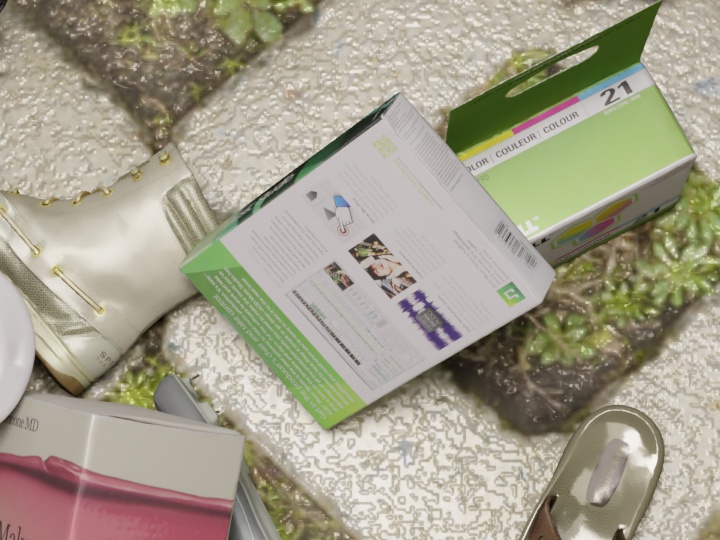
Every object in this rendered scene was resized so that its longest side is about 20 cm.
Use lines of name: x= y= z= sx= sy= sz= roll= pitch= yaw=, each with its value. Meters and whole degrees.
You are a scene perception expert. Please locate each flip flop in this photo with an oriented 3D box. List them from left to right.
flip flop: x=0.138 y=0.174 z=1.101 sx=0.080 sy=0.058 sz=0.201 roll=25 pitch=74 yaw=3

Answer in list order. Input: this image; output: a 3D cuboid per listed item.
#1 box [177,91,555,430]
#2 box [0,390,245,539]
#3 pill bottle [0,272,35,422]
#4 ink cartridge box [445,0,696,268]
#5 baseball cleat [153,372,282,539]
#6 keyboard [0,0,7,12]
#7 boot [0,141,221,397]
box: x=0.000 y=0.000 z=1.074 sx=0.145 sy=0.199 sz=0.036 roll=49 pitch=38 yaw=-11
box: x=-0.158 y=0.179 z=1.037 sx=0.108 sy=0.127 sz=0.202 roll=12 pitch=86 yaw=-37
pill bottle: x=-0.278 y=0.035 z=1.074 sx=0.110 sy=0.199 sz=0.113 roll=-4 pitch=99 yaw=-29
ink cartridge box: x=0.127 y=-0.068 z=1.090 sx=0.147 sy=0.200 sz=0.076 roll=-27 pitch=77 yaw=-5
baseball cleat: x=-0.099 y=0.167 z=1.106 sx=0.106 sy=0.070 sz=0.201 roll=-30 pitch=76 yaw=-6
keyboard: x=-0.304 y=-0.098 z=1.180 sx=0.104 sy=0.040 sz=0.201 roll=16 pitch=67 yaw=49
boot: x=-0.186 y=-0.040 z=1.160 sx=0.154 sy=0.072 sz=0.201 roll=-36 pitch=83 yaw=-6
